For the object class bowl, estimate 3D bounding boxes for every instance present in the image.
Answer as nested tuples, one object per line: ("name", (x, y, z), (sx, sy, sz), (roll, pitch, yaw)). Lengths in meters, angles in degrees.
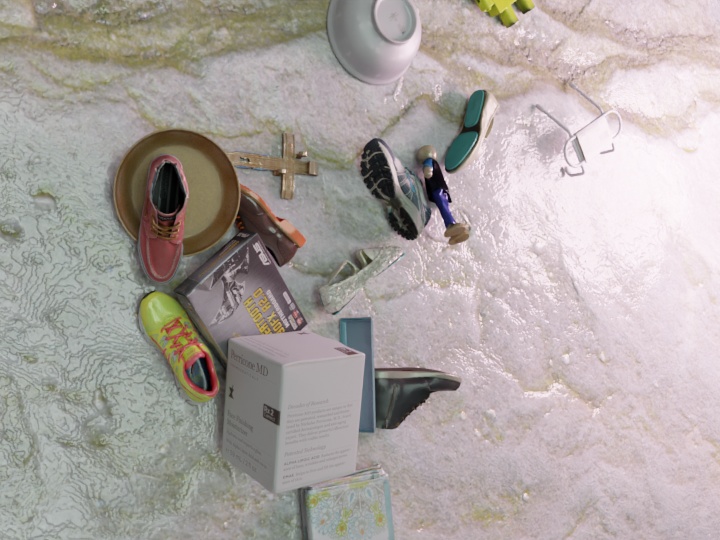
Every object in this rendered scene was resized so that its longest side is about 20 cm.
("bowl", (0.042, -0.455, 1.557), (0.198, 0.090, 0.205), (3, 85, -30))

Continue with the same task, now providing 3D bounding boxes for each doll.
("doll", (0.149, -0.148, 1.589), (0.048, 0.137, 0.203), (-22, 66, 9))

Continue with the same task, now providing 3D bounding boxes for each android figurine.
("android figurine", (0.287, -0.613, 1.745), (0.182, 0.041, 0.202), (-40, 108, -27))

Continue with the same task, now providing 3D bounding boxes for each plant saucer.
("plant saucer", (-0.291, -0.123, 1.338), (0.197, 0.035, 0.204), (-2, 99, -14))
("plant saucer", (-0.003, 0.185, 1.500), (0.019, 0.069, 0.204), (5, 83, -57))

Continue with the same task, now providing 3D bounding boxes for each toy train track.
("toy train track", (-0.158, -0.187, 1.450), (0.197, 0.032, 0.117), (4, 84, -30))

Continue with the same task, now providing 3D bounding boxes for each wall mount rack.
("wall mount rack", (0.471, -0.308, 1.816), (0.199, 0.074, 0.176), (-34, 107, -28))

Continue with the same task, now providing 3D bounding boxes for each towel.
("towel", (-0.021, 0.456, 1.478), (0.169, 0.048, 0.204), (-5, 89, -28))

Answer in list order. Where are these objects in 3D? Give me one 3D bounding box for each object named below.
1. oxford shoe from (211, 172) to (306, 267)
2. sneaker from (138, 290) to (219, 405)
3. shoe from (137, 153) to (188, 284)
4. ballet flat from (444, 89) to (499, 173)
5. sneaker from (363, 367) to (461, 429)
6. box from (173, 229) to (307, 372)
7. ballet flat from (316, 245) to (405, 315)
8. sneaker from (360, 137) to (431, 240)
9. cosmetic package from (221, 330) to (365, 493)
("oxford shoe", (-0.184, -0.085, 1.408), (0.199, 0.071, 0.073), (40, 82, -15))
("sneaker", (-0.276, 0.119, 1.324), (0.078, 0.090, 0.202), (-35, 102, -26))
("shoe", (-0.300, -0.074, 1.277), (0.070, 0.091, 0.204), (3, 98, -15))
("ballet flat", (0.227, -0.265, 1.671), (0.069, 0.069, 0.202), (32, 71, -25))
("sneaker", (0.093, 0.236, 1.553), (0.197, 0.075, 0.108), (4, 89, -21))
("box", (-0.190, 0.061, 1.371), (0.158, 0.048, 0.202), (-44, 125, -27))
("ballet flat", (0.000, 0.000, 1.510), (0.199, 0.071, 0.072), (-40, 106, -28))
("sneaker", (0.070, -0.161, 1.572), (0.086, 0.077, 0.202), (-43, 115, -38))
("cosmetic package", (-0.108, 0.215, 1.338), (0.163, 0.164, 0.204), (-4, 102, -40))
